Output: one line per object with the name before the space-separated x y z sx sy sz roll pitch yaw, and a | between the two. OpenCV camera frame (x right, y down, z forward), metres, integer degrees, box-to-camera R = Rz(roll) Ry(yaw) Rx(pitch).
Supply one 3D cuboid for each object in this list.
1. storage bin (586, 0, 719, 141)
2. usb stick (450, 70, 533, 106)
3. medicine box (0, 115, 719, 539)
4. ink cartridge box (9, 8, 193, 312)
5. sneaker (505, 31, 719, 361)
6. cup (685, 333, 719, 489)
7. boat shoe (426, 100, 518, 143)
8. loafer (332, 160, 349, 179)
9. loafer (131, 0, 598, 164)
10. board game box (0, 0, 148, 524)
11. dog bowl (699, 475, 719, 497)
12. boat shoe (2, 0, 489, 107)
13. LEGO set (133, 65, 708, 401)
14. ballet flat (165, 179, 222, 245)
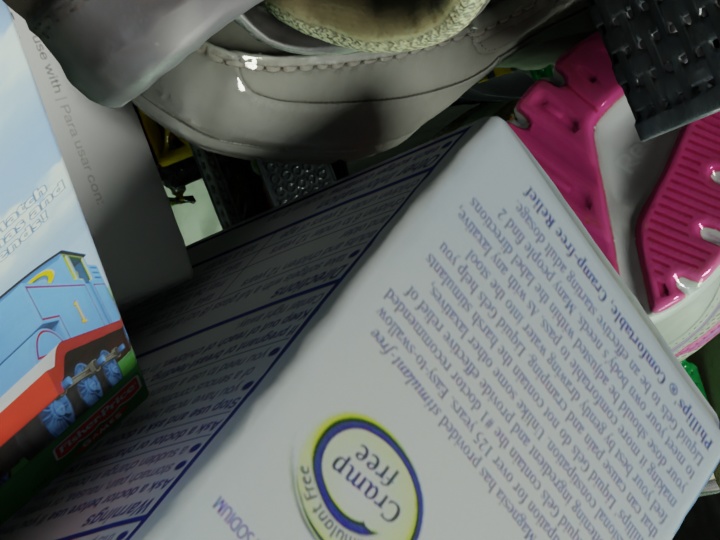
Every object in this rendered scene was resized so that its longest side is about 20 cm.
storage bin | 0.125 -0.103 0.566 0.135 0.094 0.200 -22 -179 -15
usb stick | 0.023 -0.071 0.922 0.055 0.033 0.200 1 178 -35
medicine box | -0.046 0.081 0.632 0.182 0.103 0.200 -21 -157 46
ink cartridge box | -0.161 0.008 0.626 0.146 0.086 0.200 -24 177 41
sneaker | 0.104 -0.056 0.718 0.200 0.081 0.088 -47 160 -13
cup | 0.173 0.010 0.827 0.200 0.144 0.200 16 172 2
boat shoe | 0.064 -0.035 0.996 0.076 0.072 0.200 7 -171 32
loafer | -0.031 0.016 1.066 0.073 0.201 0.072 -4 160 17
loafer | 0.017 -0.079 0.689 0.200 0.070 0.070 -26 146 -48
board game box | -0.116 0.025 0.491 0.151 0.037 0.200 -41 160 -13
dog bowl | 0.096 0.022 1.040 0.199 0.074 0.200 -8 -166 2
boat shoe | -0.002 -0.066 0.452 0.072 0.065 0.200 -24 180 30
LEGO set | 0.000 0.000 0.819 0.154 0.200 0.116 -32 -171 -30
ballet flat | -0.054 -0.028 0.941 0.069 0.070 0.200 -22 157 8
